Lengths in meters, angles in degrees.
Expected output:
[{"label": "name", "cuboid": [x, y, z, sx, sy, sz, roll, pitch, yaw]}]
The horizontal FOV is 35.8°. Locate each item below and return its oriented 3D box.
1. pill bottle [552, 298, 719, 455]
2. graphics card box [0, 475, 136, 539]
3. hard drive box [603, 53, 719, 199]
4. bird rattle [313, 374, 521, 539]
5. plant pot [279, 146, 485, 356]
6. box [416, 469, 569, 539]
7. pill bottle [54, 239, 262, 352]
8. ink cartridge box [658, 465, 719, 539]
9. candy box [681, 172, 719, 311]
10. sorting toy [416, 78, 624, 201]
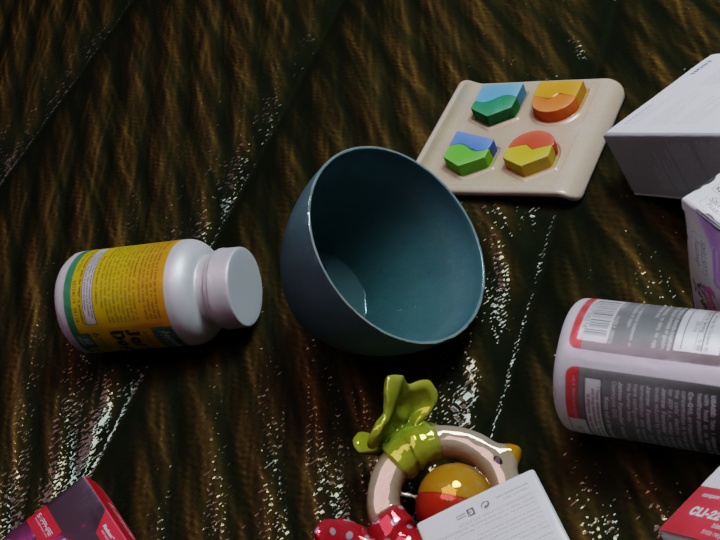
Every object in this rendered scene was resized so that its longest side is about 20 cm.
[{"label": "pill bottle", "cuboid": [0.267, 0.087, 0.894, 0.200, 0.114, 0.114, 6, 51, 29]}, {"label": "graphics card box", "cuboid": [-0.294, 0.291, 1.001, 0.200, 0.051, 0.125, -38, 44, -12]}, {"label": "hard drive box", "cuboid": [0.352, -0.139, 1.048, 0.156, 0.077, 0.200, -36, 17, -11]}, {"label": "bird rattle", "cuboid": [0.051, 0.189, 0.911, 0.163, 0.113, 0.200, 8, 53, 10]}, {"label": "plant pot", "cuboid": [0.000, 0.000, 1.074, 0.135, 0.200, 0.200, -35, 27, 47]}, {"label": "box", "cuboid": [0.129, 0.264, 0.775, 0.097, 0.124, 0.200, -25, 42, 0]}, {"label": "pill bottle", "cuboid": [-0.211, 0.026, 1.180, 0.200, 0.113, 0.113, -6, 46, 20]}, {"label": "ink cartridge box", "cuboid": [0.327, 0.167, 0.753, 0.200, 0.144, 0.084, -40, 7, -17]}, {"label": "candy box", "cuboid": [0.371, -0.040, 0.929, 0.200, 0.168, 0.072, -34, 49, -8]}, {"label": "sorting toy", "cuboid": [0.172, -0.154, 1.236, 0.200, 0.037, 0.185, 7, 51, 30]}]
